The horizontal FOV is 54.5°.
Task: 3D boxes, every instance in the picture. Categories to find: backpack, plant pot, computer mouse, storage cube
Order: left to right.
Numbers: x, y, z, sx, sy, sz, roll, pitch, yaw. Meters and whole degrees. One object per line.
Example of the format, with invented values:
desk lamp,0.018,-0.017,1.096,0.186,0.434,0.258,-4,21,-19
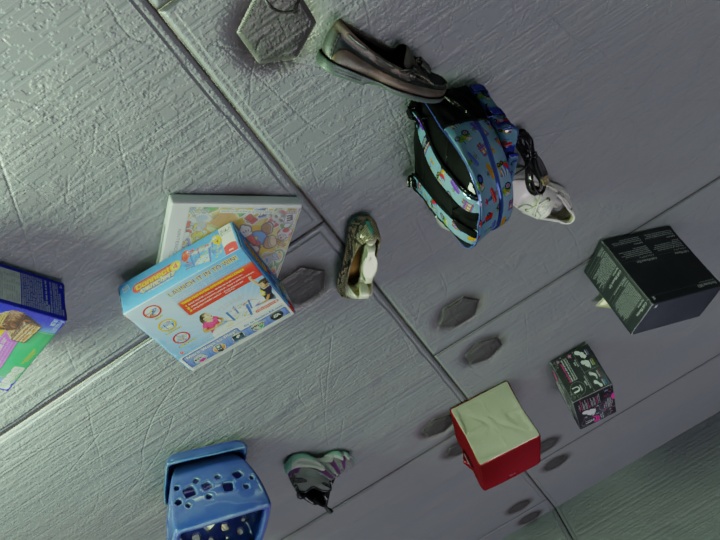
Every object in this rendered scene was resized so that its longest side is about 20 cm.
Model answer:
plant pot,-0.310,0.478,1.449,0.197,0.181,0.202,-8,139,-24
backpack,0.158,-0.144,1.008,0.133,0.201,0.184,-18,141,-12
computer mouse,0.210,-0.139,1.162,0.198,0.044,0.110,-29,109,12
storage cube,0.348,0.429,1.805,0.198,0.172,0.181,-24,142,-4

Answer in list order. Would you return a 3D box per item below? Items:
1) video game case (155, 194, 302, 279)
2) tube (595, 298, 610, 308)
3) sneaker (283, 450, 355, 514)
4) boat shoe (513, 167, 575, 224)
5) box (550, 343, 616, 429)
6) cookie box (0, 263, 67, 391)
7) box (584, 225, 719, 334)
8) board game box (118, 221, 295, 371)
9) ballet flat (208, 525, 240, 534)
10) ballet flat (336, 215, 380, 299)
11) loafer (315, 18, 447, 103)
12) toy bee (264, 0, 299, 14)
video game case,-0.202,-0.036,1.056,0.197,0.023,0.183,-3,136,-30
tube,0.654,0.071,1.691,0.198,0.052,0.059,10,88,-34
sneaker,-0.080,0.507,1.655,0.198,0.141,0.078,5,132,-35
boat shoe,0.315,-0.125,1.233,0.198,0.070,0.071,10,133,-37
box,0.588,0.309,1.848,0.114,0.133,0.201,-27,143,5
cookie box,-0.527,0.067,0.931,0.171,0.076,0.199,-43,139,20
box,0.620,0.018,1.493,0.197,0.183,0.105,-11,140,-20
board game box,-0.229,0.047,1.071,0.198,0.056,0.196,-29,142,2
ballet flat,-0.333,0.604,1.673,0.073,0.075,0.201,-25,142,-3
ballet flat,0.000,0.000,1.178,0.067,0.076,0.202,-12,140,-20
loafer,0.040,-0.268,0.905,0.197,0.072,0.063,5,126,-33
toy bee,-0.048,-0.351,0.747,0.198,0.108,0.133,-23,113,-26
